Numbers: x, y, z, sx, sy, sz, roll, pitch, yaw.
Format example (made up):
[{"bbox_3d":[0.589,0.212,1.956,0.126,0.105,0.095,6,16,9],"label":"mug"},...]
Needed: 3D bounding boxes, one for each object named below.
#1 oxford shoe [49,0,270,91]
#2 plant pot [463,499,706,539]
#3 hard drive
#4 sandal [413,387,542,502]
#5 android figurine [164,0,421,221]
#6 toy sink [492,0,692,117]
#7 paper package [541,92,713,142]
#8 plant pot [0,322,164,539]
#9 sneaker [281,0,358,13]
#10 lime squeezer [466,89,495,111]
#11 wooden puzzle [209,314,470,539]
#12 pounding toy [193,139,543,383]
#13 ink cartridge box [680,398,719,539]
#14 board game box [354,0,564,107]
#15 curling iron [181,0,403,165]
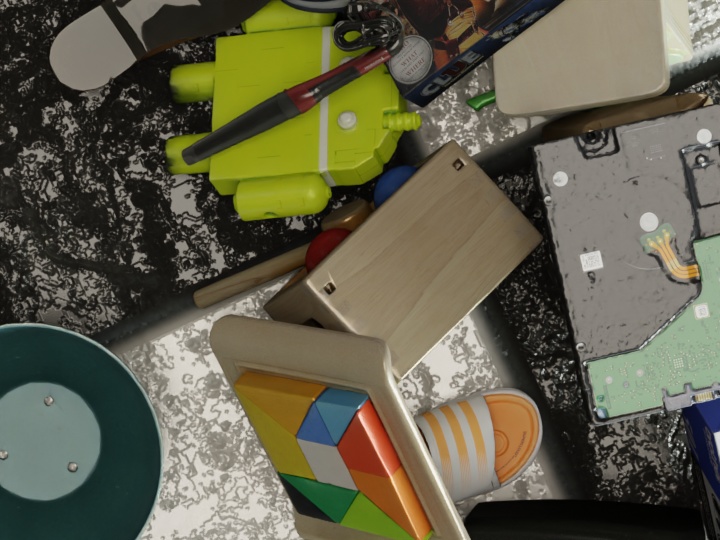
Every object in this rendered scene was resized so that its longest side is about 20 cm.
[{"bbox_3d":[-0.149,-0.202,1.683,0.200,0.071,0.071,-26,100,-7],"label":"oxford shoe"},{"bbox_3d":[0.152,0.266,1.667,0.177,0.200,0.200,14,92,8],"label":"plant pot"},{"bbox_3d":[0.204,-0.004,1.528,0.139,0.038,0.201,-13,92,0],"label":"hard drive"},{"bbox_3d":[0.046,0.154,1.712,0.206,0.059,0.079,-18,94,-2],"label":"sandal"},{"bbox_3d":[-0.050,-0.123,1.669,0.199,0.041,0.183,-3,68,15],"label":"android figurine"},{"bbox_3d":[0.172,-0.205,1.646,0.130,0.112,0.201,-8,76,19],"label":"toy sink"},{"bbox_3d":[0.212,-0.032,1.644,0.103,0.200,0.191,-10,93,-2],"label":"paper package"},{"bbox_3d":[-0.246,0.135,1.657,0.199,0.135,0.201,0,92,-4],"label":"plant pot"},{"bbox_3d":[0.020,-0.252,1.592,0.200,0.109,0.070,-24,74,-10],"label":"sneaker"},{"bbox_3d":[0.174,-0.187,1.725,0.071,0.038,0.200,38,91,27],"label":"lime squeezer"},{"bbox_3d":[-0.019,0.131,1.612,0.037,0.185,0.200,-40,122,-34],"label":"wooden puzzle"},{"bbox_3d":[0.000,0.000,1.657,0.184,0.200,0.142,-44,94,-15],"label":"pounding toy"},{"bbox_3d":[0.285,0.162,1.664,0.044,0.094,0.200,-20,126,-2],"label":"ink cartridge box"},{"bbox_3d":[0.086,-0.232,1.604,0.200,0.035,0.136,-37,64,19],"label":"board game box"},{"bbox_3d":[-0.051,-0.135,1.623,0.200,0.026,0.050,-34,88,20],"label":"curling iron"}]
